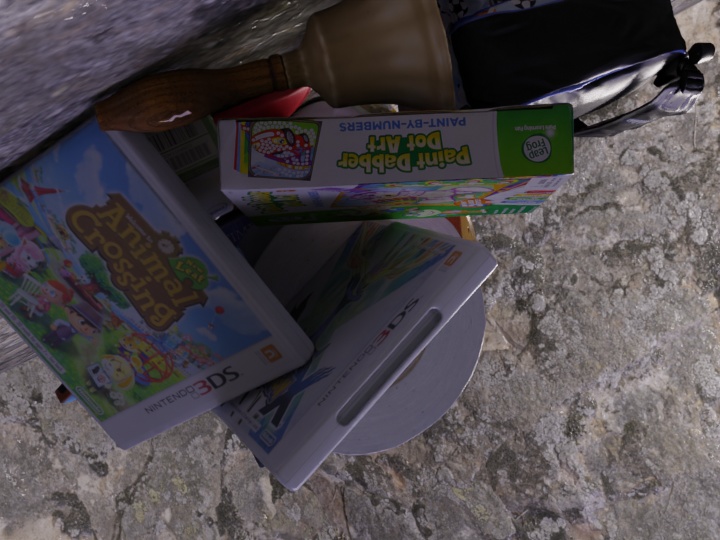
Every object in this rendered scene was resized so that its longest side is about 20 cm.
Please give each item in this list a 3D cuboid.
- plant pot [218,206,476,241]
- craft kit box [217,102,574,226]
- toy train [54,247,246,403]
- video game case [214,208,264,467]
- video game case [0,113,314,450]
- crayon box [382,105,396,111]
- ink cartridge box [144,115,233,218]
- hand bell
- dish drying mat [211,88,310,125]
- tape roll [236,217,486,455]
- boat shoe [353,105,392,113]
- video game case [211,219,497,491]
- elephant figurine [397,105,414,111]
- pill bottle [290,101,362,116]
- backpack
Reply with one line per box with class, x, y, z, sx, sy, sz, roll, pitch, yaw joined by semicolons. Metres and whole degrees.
plant pot;0.000;0.000;1.100;0.198;0.189;0.186;-11;-176;13
craft kit box;0.021;-0.061;0.785;0.195;0.049;0.200;0;176;2
toy train;-0.153;0.042;0.920;0.086;0.115;0.200;-10;154;-48
video game case;-0.061;0.043;1.019;0.142;0.201;0.019;-25;-164;2
video game case;-0.155;0.014;0.818;0.181;0.201;0.022;-27;-160;32
crayon box;0.013;-0.112;1.412;0.118;0.059;0.200;-28;-151;-2
ink cartridge box;-0.168;-0.034;0.960;0.144;0.048;0.200;-27;162;-13
hand bell;-0.054;-0.111;0.731;0.198;0.105;0.104;-16;180;-5
dish drying mat;-0.128;-0.101;0.999;0.199;0.018;0.077;-27;176;-32
tape roll;-0.006;0.035;0.974;0.199;0.202;0.066;-27;-163;-14
boat shoe;0.037;-0.124;1.272;0.068;0.075;0.200;-29;-137;-22
video game case;-0.015;0.043;0.828;0.182;0.022;0.200;-47;-162;-8
elephant figurine;0.129;-0.185;1.170;0.201;0.154;0.142;-57;-161;34
pill bottle;-0.065;-0.085;1.271;0.114;0.115;0.200;-27;-179;-30
backpack;0.127;-0.160;0.955;0.198;0.156;0.191;-13;172;-13
